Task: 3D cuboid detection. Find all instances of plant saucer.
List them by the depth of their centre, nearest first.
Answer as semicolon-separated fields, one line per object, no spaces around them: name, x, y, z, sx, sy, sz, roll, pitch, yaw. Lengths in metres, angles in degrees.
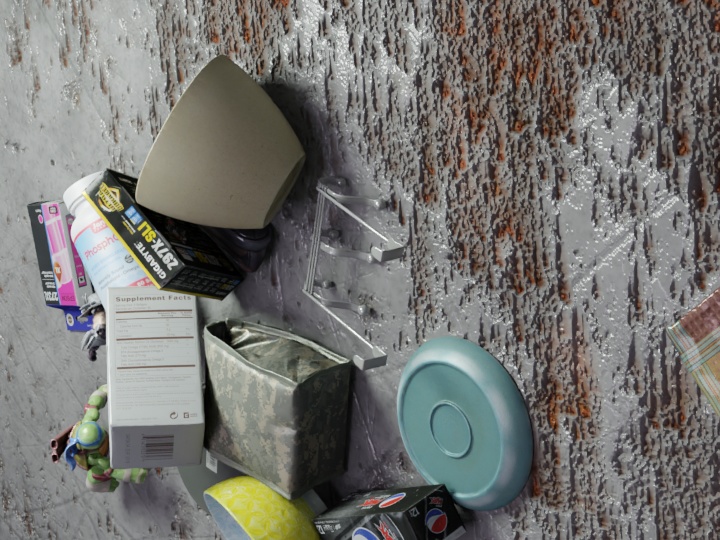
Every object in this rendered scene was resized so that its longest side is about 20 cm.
plant saucer;0.106;0.174;1.607;0.200;0.027;0.201;19;117;43

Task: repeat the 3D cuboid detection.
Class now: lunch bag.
lunch bag;-0.116;0.161;1.780;0.199;0.117;0.165;22;119;37

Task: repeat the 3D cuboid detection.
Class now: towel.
towel;0.370;0.102;1.296;0.201;0.022;0.147;59;136;17

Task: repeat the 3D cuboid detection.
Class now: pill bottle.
pill bottle;-0.322;-0.028;1.952;0.109;0.108;0.201;-40;73;46

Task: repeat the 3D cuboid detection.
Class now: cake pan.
cake pan;-0.188;0.248;1.948;0.200;0.037;0.201;18;115;43

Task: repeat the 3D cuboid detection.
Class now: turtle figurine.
turtle figurine;-0.346;0.242;2.096;0.144;0.200;0.194;41;154;3

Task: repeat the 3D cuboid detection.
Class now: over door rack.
over door rack;0.000;0.000;1.624;0.200;0.066;0.149;-130;42;-54

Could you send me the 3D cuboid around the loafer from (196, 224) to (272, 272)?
loafer;-0.190;-0.070;1.825;0.200;0.072;0.063;41;135;29

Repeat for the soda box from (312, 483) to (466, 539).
soda box;0.030;0.295;1.679;0.200;0.071;0.064;-19;98;56

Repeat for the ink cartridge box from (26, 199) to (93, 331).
ink cartridge box;-0.440;-0.004;2.149;0.094;0.037;0.201;-1;104;48

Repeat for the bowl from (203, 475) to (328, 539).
bowl;-0.093;0.324;1.798;0.200;0.107;0.200;47;160;23

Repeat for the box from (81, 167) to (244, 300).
box;-0.239;-0.041;1.784;0.049;0.200;0.160;-41;76;9

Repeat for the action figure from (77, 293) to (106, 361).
action figure;-0.321;0.107;1.990;0.200;0.130;0.069;50;120;14

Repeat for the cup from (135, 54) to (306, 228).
cup;-0.148;-0.129;1.689;0.143;0.200;0.201;30;129;4

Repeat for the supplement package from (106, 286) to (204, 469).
supplement package;-0.260;0.133;1.824;0.117;0.117;0.201;102;164;-54
